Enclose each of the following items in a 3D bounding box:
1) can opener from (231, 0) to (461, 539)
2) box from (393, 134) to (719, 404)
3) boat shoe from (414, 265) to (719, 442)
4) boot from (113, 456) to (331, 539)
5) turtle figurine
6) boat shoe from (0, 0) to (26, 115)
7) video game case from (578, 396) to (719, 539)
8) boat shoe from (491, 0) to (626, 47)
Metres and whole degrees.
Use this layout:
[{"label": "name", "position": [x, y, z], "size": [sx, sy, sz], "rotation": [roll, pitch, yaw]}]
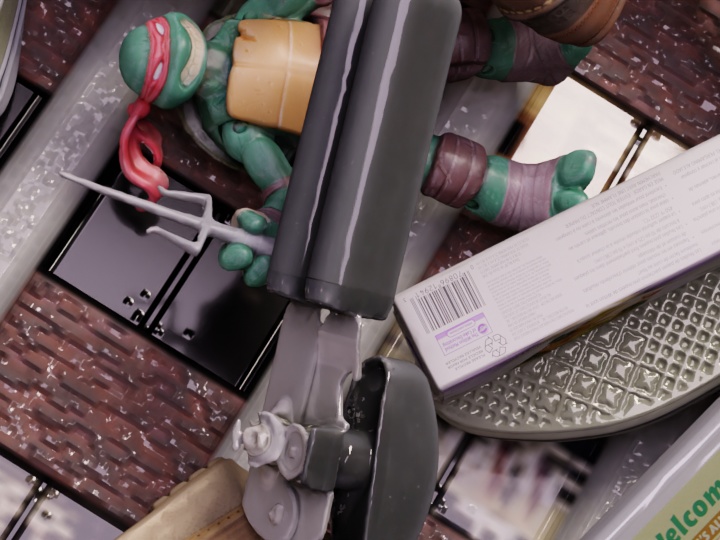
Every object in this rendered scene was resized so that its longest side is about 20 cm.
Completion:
[{"label": "can opener", "position": [0.000, 0.000, 0.767], "size": [0.066, 0.053, 0.201], "rotation": [9, 91, -34]}, {"label": "box", "position": [0.107, -0.014, 0.805], "size": [0.199, 0.039, 0.042], "rotation": [-27, 79, -2]}, {"label": "boat shoe", "position": [0.118, 0.017, 0.849], "size": [0.199, 0.062, 0.075], "rotation": [-19, 80, -2]}, {"label": "boot", "position": [-0.059, 0.176, 0.759], "size": [0.200, 0.072, 0.166], "rotation": [-37, 81, -22]}, {"label": "turtle figurine", "position": [-0.013, -0.070, 0.828], "size": [0.199, 0.101, 0.150], "rotation": [6, 94, -20]}, {"label": "boat shoe", "position": [-0.145, -0.150, 0.849], "size": [0.072, 0.062, 0.201], "rotation": [3, 72, -10]}, {"label": "video game case", "position": [0.191, 0.107, 0.794], "size": [0.200, 0.022, 0.182], "rotation": [-43, 96, -13]}, {"label": "boat shoe", "position": [0.091, -0.170, 0.832], "size": [0.068, 0.072, 0.201], "rotation": [38, 61, -30]}]
